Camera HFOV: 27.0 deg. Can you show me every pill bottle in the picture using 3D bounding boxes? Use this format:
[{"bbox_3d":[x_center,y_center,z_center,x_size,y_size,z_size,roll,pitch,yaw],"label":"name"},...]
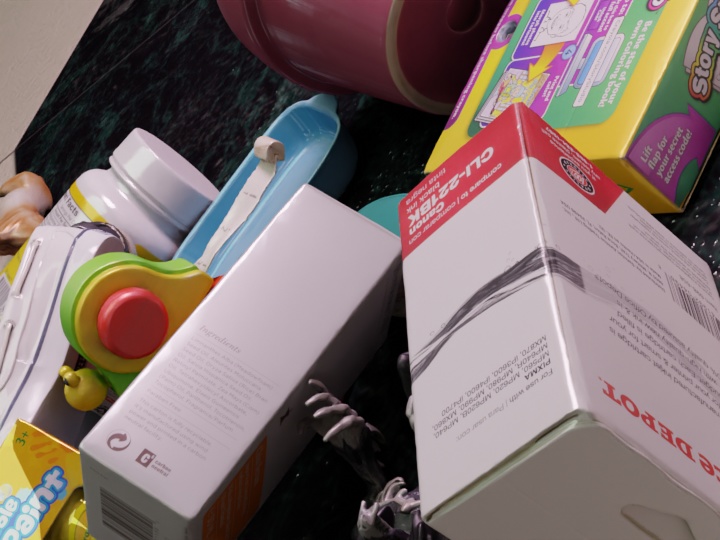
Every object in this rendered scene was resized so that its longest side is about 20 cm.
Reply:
[{"bbox_3d":[-0.203,-0.006,1.184,0.200,0.114,0.114,-49,28,6],"label":"pill bottle"}]

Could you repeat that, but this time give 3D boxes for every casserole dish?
[{"bbox_3d":[-0.069,-0.039,1.100,0.200,0.039,0.121,-53,28,-2],"label":"casserole dish"}]

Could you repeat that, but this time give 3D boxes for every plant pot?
[{"bbox_3d":[0.024,-0.195,0.999,0.200,0.200,0.179,-51,44,3],"label":"plant pot"}]

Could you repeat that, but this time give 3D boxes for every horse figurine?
[{"bbox_3d":[-0.357,-0.049,1.526,0.132,0.050,0.200,-29,28,16],"label":"horse figurine"}]

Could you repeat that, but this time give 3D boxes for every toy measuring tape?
[{"bbox_3d":[-0.123,-0.007,0.895,0.201,0.073,0.073,-58,28,-4],"label":"toy measuring tape"}]

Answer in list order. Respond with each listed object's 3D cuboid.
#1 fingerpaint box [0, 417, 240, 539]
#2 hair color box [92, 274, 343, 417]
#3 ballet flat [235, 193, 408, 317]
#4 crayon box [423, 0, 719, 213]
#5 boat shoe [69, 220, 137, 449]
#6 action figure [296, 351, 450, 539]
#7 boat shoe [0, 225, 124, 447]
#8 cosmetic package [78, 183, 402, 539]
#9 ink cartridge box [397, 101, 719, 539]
[{"bbox_3d":[-0.165,0.210,0.825,0.166,0.073,0.201,26,75,17],"label":"fingerpaint box"},{"bbox_3d":[-0.103,0.063,0.968,0.199,0.101,0.062,-15,47,49],"label":"hair color box"},{"bbox_3d":[0.000,0.000,0.920,0.199,0.067,0.068,-10,45,51],"label":"ballet flat"},{"bbox_3d":[0.145,-0.126,0.856,0.172,0.058,0.201,2,60,56],"label":"crayon box"},{"bbox_3d":[-0.202,0.062,1.082,0.072,0.063,0.202,1,81,12],"label":"boat shoe"},{"bbox_3d":[0.027,0.085,0.749,0.118,0.102,0.201,-7,49,39],"label":"action figure"},{"bbox_3d":[-0.207,0.066,0.936,0.065,0.074,0.201,11,66,16],"label":"boat shoe"},{"bbox_3d":[-0.059,0.062,0.798,0.200,0.071,0.102,-52,-15,-31],"label":"cosmetic package"},{"bbox_3d":[0.096,0.046,0.640,0.084,0.144,0.201,-40,30,25],"label":"ink cartridge box"}]
